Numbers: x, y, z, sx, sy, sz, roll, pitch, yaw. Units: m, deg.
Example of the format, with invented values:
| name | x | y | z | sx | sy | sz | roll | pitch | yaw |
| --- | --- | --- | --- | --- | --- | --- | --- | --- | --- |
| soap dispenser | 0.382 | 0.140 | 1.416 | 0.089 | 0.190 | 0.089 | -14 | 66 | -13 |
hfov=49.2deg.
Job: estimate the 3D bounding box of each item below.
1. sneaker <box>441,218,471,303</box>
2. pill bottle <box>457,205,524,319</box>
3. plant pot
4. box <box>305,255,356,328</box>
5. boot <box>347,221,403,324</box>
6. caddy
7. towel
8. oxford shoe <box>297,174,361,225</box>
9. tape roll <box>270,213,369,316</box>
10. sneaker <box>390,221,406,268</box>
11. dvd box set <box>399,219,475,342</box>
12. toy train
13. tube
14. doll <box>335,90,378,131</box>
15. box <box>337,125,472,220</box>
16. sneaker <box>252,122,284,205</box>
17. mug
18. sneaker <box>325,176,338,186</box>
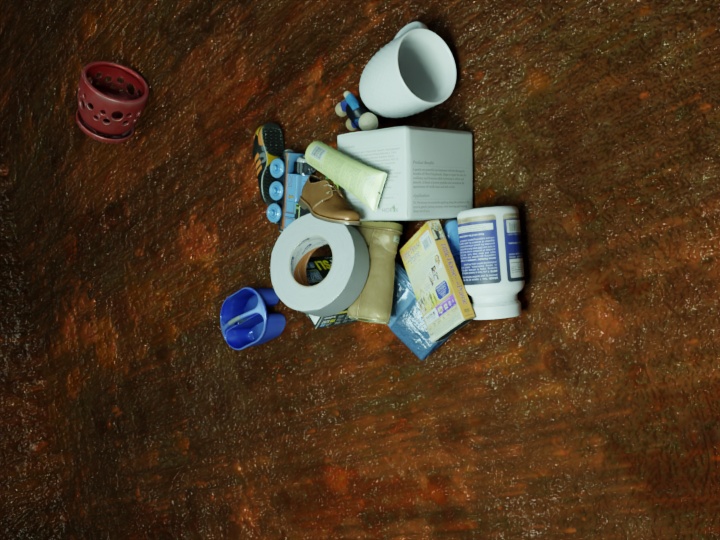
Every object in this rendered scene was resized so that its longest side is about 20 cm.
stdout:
| name | x | y | z | sx | sy | sz | roll | pitch | yaw |
| --- | --- | --- | --- | --- | --- | --- | --- | --- | --- |
| sneaker | 0.191 | 0.002 | 1.516 | 0.078 | 0.065 | 0.202 | -130 | 35 | -65 |
| pill bottle | 0.243 | -0.014 | 1.456 | 0.115 | 0.115 | 0.202 | -5 | 89 | 45 |
| plant pot | -0.759 | -0.501 | 2.375 | 0.201 | 0.199 | 0.183 | 56 | 131 | 26 |
| box | -0.054 | 0.040 | 1.703 | 0.160 | 0.199 | 0.050 | 53 | 128 | 29 |
| boot | 0.000 | 0.000 | 1.599 | 0.174 | 0.066 | 0.202 | 3 | 79 | 41 |
| caddy | -0.285 | 0.121 | 2.010 | 0.199 | 0.104 | 0.143 | -28 | 75 | 43 |
| towel | 0.095 | 0.080 | 1.610 | 0.200 | 0.048 | 0.112 | 46 | 109 | 12 |
| oxford shoe | -0.060 | -0.135 | 1.511 | 0.200 | 0.071 | 0.072 | 34 | 116 | 49 |
| tape roll | -0.083 | -0.012 | 1.578 | 0.199 | 0.066 | 0.202 | -8 | 73 | 27 |
| sneaker | 0.058 | -0.007 | 1.688 | 0.104 | 0.060 | 0.201 | 29 | 108 | 38 |
| dvd box set | 0.143 | 0.023 | 1.509 | 0.146 | 0.029 | 0.202 | -49 | 57 | 60 |
| toy train | -0.156 | -0.186 | 1.875 | 0.113 | 0.086 | 0.202 | 10 | 99 | 35 |
| tube | -0.026 | -0.185 | 1.488 | 0.200 | 0.052 | 0.058 | 35 | 160 | 38 |
| doll | 0.002 | -0.317 | 1.651 | 0.048 | 0.137 | 0.200 | -39 | 19 | -1 |
| box | 0.087 | -0.185 | 1.539 | 0.199 | 0.198 | 0.173 | 4 | 97 | 46 |
| sneaker | -0.231 | -0.262 | 1.960 | 0.090 | 0.069 | 0.202 | 3 | 96 | 60 |
| mug | 0.086 | -0.404 | 1.575 | 0.175 | 0.147 | 0.202 | -11 | 63 | 57 |
| sneaker | -0.028 | -0.138 | 1.765 | 0.084 | 0.073 | 0.202 | -46 | 59 | 60 |
